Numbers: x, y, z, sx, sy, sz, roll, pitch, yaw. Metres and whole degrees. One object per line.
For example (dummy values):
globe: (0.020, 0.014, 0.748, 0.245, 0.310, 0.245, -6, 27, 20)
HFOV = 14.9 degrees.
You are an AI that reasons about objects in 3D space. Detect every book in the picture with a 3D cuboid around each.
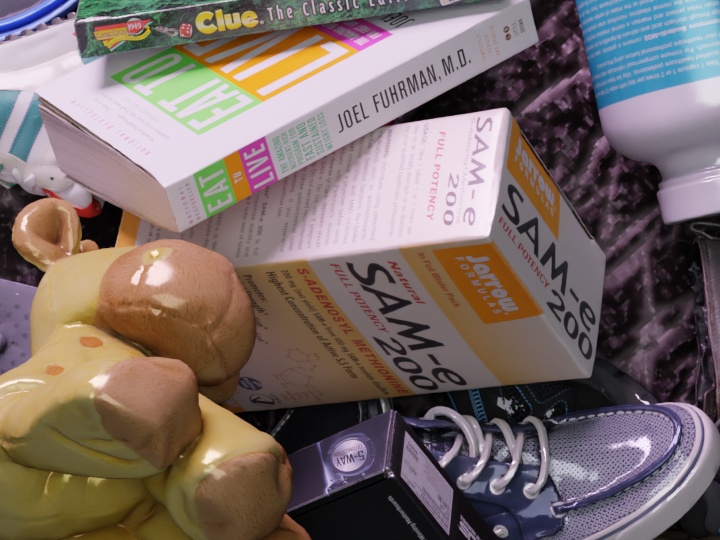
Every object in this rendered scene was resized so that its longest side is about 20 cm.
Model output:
book: (-0.034, -0.089, 1.293, 0.200, 0.133, 0.048, -29, 121, -21)

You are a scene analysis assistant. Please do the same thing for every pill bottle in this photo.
pill bottle: (0.162, -0.127, 1.355, 0.110, 0.111, 0.201, -11, 88, -1)

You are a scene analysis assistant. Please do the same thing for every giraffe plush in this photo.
giraffe plush: (-0.103, 0.055, 1.201, 0.199, 0.173, 0.162, 1, 44, 24)

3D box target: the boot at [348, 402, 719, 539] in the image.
boot: (0.062, 0.097, 1.281, 0.199, 0.073, 0.090, -25, 133, 19)

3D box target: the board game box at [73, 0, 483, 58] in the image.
board game box: (-0.032, -0.142, 1.306, 0.199, 0.105, 0.024, -8, 119, 3)

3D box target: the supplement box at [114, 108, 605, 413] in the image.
supplement box: (0.000, 0.000, 1.298, 0.199, 0.126, 0.074, -8, 54, 27)

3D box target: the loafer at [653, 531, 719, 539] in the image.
loafer: (0.104, 0.156, 1.359, 0.199, 0.067, 0.076, -3, 88, -1)

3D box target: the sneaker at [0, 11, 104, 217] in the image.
sneaker: (-0.172, -0.063, 1.363, 0.199, 0.070, 0.094, -19, 87, 3)

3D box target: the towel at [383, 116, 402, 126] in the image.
towel: (-0.016, -0.142, 1.398, 0.144, 0.023, 0.200, 43, 88, 2)

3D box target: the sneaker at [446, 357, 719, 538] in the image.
sneaker: (0.097, 0.073, 1.363, 0.200, 0.073, 0.082, 40, 89, 18)

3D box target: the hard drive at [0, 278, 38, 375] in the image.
hard drive: (-0.256, 0.061, 1.377, 0.199, 0.042, 0.136, 6, 88, 0)

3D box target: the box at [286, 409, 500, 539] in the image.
box: (0.001, 0.172, 1.285, 0.160, 0.044, 0.200, -24, 121, 22)

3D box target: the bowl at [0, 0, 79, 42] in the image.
bowl: (-0.204, -0.208, 1.386, 0.200, 0.039, 0.202, 0, 86, 0)

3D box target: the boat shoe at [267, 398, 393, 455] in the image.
boat shoe: (-0.045, 0.134, 1.360, 0.074, 0.062, 0.201, 28, 89, 28)

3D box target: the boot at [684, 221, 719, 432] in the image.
boot: (0.250, 0.063, 1.364, 0.173, 0.069, 0.201, -9, 78, -9)
